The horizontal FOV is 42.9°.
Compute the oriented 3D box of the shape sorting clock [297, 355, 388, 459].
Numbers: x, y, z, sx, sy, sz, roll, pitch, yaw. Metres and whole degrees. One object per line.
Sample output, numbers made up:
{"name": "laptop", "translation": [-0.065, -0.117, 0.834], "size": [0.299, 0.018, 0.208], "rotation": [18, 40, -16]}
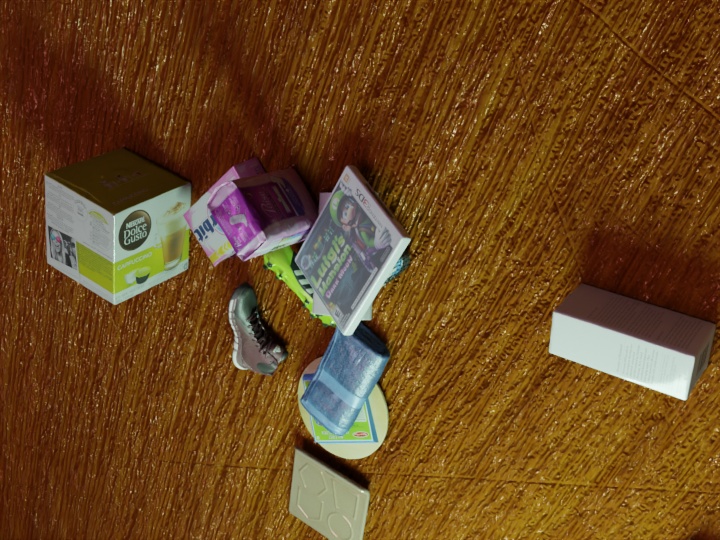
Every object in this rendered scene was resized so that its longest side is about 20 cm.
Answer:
{"name": "shape sorting clock", "translation": [-0.033, 0.253, 1.699], "size": [0.197, 0.039, 0.205], "rotation": [8, 104, 32]}

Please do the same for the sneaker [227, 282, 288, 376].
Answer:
{"name": "sneaker", "translation": [-0.186, 0.119, 1.746], "size": [0.114, 0.076, 0.203], "rotation": [21, 133, 23]}

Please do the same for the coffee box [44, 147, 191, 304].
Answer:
{"name": "coffee box", "translation": [-0.468, -0.092, 1.774], "size": [0.198, 0.199, 0.201], "rotation": [27, 125, 26]}

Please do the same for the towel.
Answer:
{"name": "towel", "translation": [-0.029, 0.193, 1.631], "size": [0.111, 0.048, 0.202], "rotation": [39, 117, 21]}

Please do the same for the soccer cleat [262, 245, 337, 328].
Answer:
{"name": "soccer cleat", "translation": [-0.086, 0.020, 1.616], "size": [0.200, 0.081, 0.067], "rotation": [47, 159, -16]}

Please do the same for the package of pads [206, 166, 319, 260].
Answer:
{"name": "package of pads", "translation": [-0.152, -0.098, 1.516], "size": [0.075, 0.199, 0.122], "rotation": [-38, 83, 30]}

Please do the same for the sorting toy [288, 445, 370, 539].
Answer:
{"name": "sorting toy", "translation": [-0.062, 0.458, 1.829], "size": [0.183, 0.036, 0.203], "rotation": [26, 129, 27]}

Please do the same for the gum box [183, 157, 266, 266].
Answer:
{"name": "gum box", "translation": [-0.233, -0.102, 1.672], "size": [0.199, 0.066, 0.115], "rotation": [-34, 87, 43]}

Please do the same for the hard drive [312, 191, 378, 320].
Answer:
{"name": "hard drive", "translation": [-0.026, -0.026, 1.508], "size": [0.131, 0.026, 0.205], "rotation": [4, 90, 48]}

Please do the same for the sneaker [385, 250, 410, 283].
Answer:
{"name": "sneaker", "translation": [0.000, 0.000, 1.535], "size": [0.199, 0.074, 0.088], "rotation": [-34, 81, 42]}

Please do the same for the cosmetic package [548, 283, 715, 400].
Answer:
{"name": "cosmetic package", "translation": [0.371, 0.094, 1.261], "size": [0.197, 0.101, 0.073], "rotation": [19, 123, 31]}

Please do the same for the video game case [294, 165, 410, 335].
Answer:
{"name": "video game case", "translation": [-0.018, -0.033, 1.463], "size": [0.183, 0.023, 0.202], "rotation": [54, 125, 36]}
